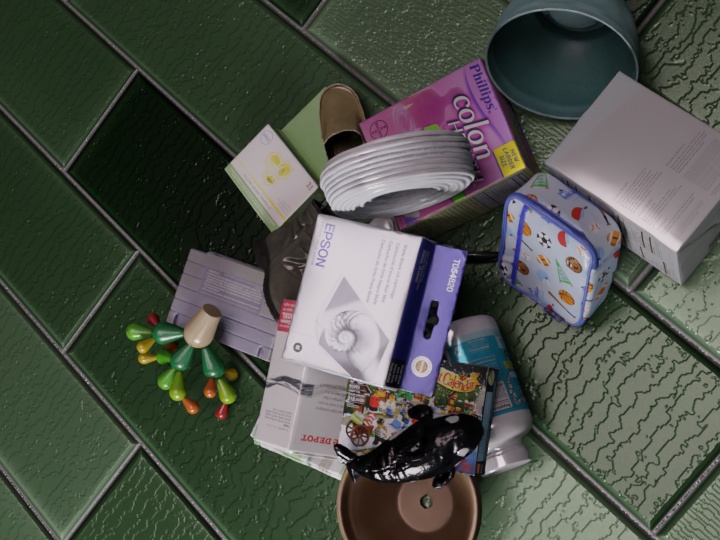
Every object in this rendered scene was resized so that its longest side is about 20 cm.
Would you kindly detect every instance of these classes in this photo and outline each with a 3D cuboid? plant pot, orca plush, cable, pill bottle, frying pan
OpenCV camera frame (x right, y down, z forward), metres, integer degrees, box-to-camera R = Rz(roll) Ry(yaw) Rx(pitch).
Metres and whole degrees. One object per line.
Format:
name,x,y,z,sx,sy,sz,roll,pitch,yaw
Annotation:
plant pot,0.076,0.317,1.455,0.201,0.093,0.201,-3,83,24
orca plush,0.051,0.220,1.338,0.200,0.071,0.105,-5,81,29
cable,0.047,-0.122,1.378,0.200,0.200,0.069,-15,81,24
pill bottle,0.160,0.169,1.433,0.111,0.111,0.200,-25,73,19
frying pan,0.101,-0.031,1.496,0.190,0.115,0.031,-15,58,21
plant pot,0.278,-0.317,1.431,0.200,0.200,0.134,3,55,25

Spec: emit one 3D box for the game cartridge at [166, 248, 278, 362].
game cartridge,-0.196,0.050,1.661,0.200,0.038,0.130,19,85,26

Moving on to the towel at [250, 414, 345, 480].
towel,-0.056,0.216,1.570,0.200,0.031,0.149,19,91,26

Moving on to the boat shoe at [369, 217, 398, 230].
boat shoe,0.000,0.000,1.559,0.074,0.065,0.200,30,94,26

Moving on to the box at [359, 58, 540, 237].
box,0.127,-0.165,1.511,0.200,0.097,0.176,-25,72,18

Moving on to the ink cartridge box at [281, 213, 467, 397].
ink cartridge box,0.017,0.044,1.371,0.200,0.041,0.200,13,87,13

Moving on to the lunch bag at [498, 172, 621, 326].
lunch bag,0.248,-0.024,1.386,0.160,0.200,0.076,37,63,24

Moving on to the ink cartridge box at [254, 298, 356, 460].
ink cartridge box,-0.050,0.153,1.480,0.084,0.145,0.200,6,82,48

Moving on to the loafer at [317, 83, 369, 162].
loafer,-0.020,-0.198,1.583,0.076,0.067,0.200,-13,66,2

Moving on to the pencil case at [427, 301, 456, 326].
pencil case,0.033,0.022,1.475,0.078,0.200,0.090,-155,77,-70

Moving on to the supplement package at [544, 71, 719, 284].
supplement package,0.366,-0.114,1.353,0.200,0.151,0.152,39,89,25

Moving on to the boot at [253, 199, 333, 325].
boot,-0.077,-0.004,1.550,0.131,0.068,0.200,-35,54,20

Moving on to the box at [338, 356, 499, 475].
box,0.073,0.179,1.394,0.200,0.038,0.137,6,86,29

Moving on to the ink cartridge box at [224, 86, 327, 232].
ink cartridge box,-0.094,-0.170,1.643,0.200,0.048,0.146,-44,66,15

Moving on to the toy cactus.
toy cactus,-0.254,0.120,1.632,0.200,0.102,0.165,40,117,11
